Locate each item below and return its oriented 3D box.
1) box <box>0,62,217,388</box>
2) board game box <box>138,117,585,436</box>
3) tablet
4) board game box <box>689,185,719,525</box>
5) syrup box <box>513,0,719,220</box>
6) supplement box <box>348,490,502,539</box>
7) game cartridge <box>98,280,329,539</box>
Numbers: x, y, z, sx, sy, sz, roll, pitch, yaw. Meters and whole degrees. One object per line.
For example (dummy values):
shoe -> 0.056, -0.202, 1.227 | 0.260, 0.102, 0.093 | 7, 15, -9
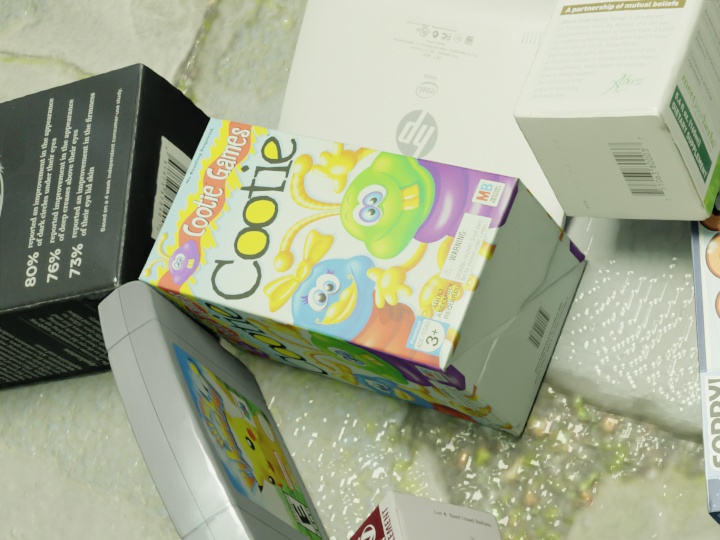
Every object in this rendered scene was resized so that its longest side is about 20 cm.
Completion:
box -> -0.191, -0.021, 0.922 | 0.198, 0.104, 0.150 | -10, 63, 27
board game box -> 0.000, 0.000, 0.800 | 0.198, 0.103, 0.106 | 14, 74, 34
tablet -> 0.040, -0.097, 0.855 | 0.198, 0.014, 0.132 | 15, 92, 33
board game box -> 0.226, 0.015, 0.703 | 0.134, 0.034, 0.202 | -11, 62, 25
syrup box -> 0.153, -0.128, 0.758 | 0.081, 0.079, 0.201 | 3, 55, 35
supplement box -> -0.004, 0.204, 0.668 | 0.201, 0.060, 0.109 | -55, 32, 33
game cartridge -> -0.070, 0.100, 0.775 | 0.040, 0.133, 0.201 | -36, 55, 10
